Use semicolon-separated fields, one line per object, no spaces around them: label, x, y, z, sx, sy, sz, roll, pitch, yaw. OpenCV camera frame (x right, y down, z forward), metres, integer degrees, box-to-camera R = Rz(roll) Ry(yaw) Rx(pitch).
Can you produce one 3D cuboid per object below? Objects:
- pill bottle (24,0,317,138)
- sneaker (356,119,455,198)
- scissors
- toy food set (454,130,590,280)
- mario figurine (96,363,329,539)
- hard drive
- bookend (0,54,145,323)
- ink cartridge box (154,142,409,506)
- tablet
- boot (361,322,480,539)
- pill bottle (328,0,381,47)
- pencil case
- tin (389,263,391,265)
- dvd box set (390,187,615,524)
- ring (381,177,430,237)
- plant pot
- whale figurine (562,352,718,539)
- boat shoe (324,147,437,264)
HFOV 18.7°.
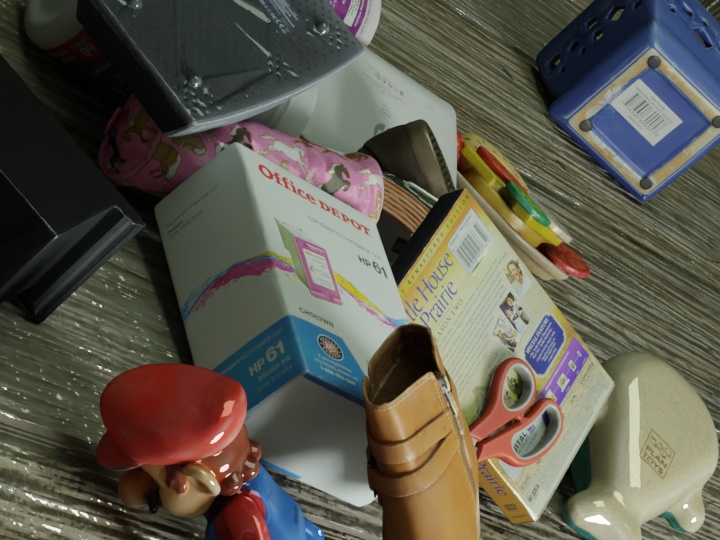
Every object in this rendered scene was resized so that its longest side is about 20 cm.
pill bottle;-0.132;-0.159;1.567;0.200;0.116;0.116;35;22;-31
sneaker;0.053;-0.019;1.786;0.070;0.075;0.201;7;64;-78
scissors;0.076;0.129;1.502;0.200;0.014;0.073;-38;107;-44
toy food set;0.131;-0.065;2.011;0.198;0.049;0.200;50;9;27
mario figurine;-0.080;0.136;1.198;0.200;0.106;0.123;51;-20;-21
hard drive;-0.095;-0.161;1.465;0.135;0.042;0.200;52;39;6
bookend;-0.241;-0.052;1.154;0.200;0.092;0.199;49;20;0
ink cartridge box;-0.040;0.033;1.410;0.144;0.085;0.200;29;31;-43
tablet;0.017;-0.128;1.855;0.200;0.014;0.131;30;51;-40
boot;0.031;0.141;1.270;0.200;0.073;0.155;-87;167;-57
pill bottle;-0.080;-0.247;1.862;0.200;0.112;0.112;23;31;-52
pencil case;-0.078;-0.069;1.504;0.200;0.083;0.087;19;53;-31
tin;0.061;0.078;1.639;0.200;0.042;0.112;50;15;8
dvd box set;0.092;0.062;1.566;0.200;0.029;0.146;51;50;-20
ring;0.000;0.000;1.591;0.200;0.019;0.201;21;43;-21
plant pot;0.339;-0.216;2.595;0.200;0.200;0.180;42;26;-18
whale figurine;0.205;0.159;1.737;0.159;0.104;0.200;44;43;-13
boat shoe;0.028;-0.035;1.711;0.200;0.071;0.064;34;22;-6
